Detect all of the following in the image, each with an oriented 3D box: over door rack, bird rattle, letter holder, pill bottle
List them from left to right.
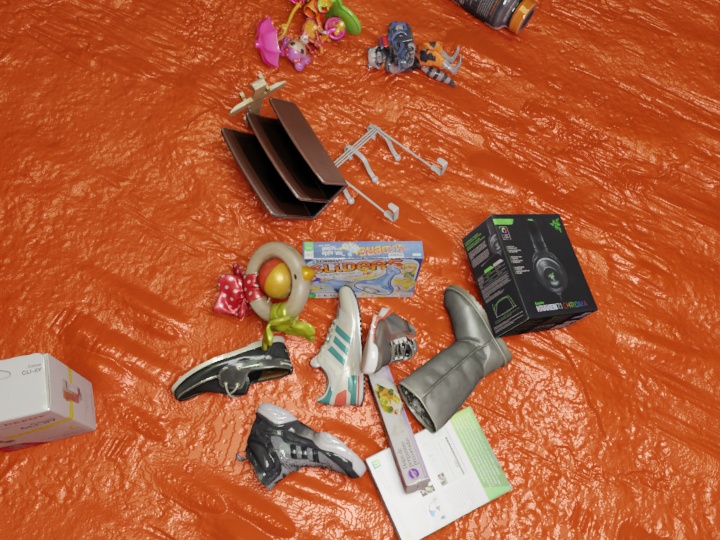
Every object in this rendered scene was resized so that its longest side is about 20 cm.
[{"bbox_3d":[-0.143,0.032,1.034,0.200,0.112,0.165,41,112,37],"label":"bird rattle"},{"bbox_3d":[-0.139,-0.201,1.128,0.100,0.141,0.202,-41,72,27],"label":"letter holder"},{"bbox_3d":[0.042,-0.177,1.182,0.199,0.067,0.148,34,68,31],"label":"over door rack"},{"bbox_3d":[0.276,-0.588,1.353,0.199,0.107,0.106,39,70,11],"label":"pill bottle"}]

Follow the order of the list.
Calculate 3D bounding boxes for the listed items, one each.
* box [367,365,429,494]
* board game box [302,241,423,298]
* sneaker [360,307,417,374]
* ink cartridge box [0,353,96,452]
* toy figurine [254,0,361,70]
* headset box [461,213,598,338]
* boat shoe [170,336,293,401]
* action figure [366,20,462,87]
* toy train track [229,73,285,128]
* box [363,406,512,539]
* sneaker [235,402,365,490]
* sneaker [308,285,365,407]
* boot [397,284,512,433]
[{"bbox_3d":[0.057,0.248,1.009,0.038,0.042,0.202,-15,55,-8],"label":"box"},{"bbox_3d":[0.000,0.000,1.079,0.196,0.136,0.035,-1,60,-5],"label":"board game box"},{"bbox_3d":[0.053,0.113,1.014,0.081,0.200,0.078,18,109,7],"label":"sneaker"},{"bbox_3d":[-0.490,0.197,0.924,0.143,0.201,0.085,-12,69,-9],"label":"ink cartridge box"},{"bbox_3d":[-0.125,-0.482,1.286,0.199,0.150,0.185,37,82,-16],"label":"toy figurine"},{"bbox_3d":[0.289,-0.001,1.099,0.172,0.093,0.203,-2,66,-31],"label":"headset box"},{"bbox_3d":[-0.206,0.171,1.028,0.197,0.072,0.068,-19,67,-14],"label":"boat shoe"},{"bbox_3d":[0.105,-0.416,1.275,0.190,0.106,0.202,6,43,3],"label":"action figure"},{"bbox_3d":[-0.197,-0.307,1.150,0.114,0.200,0.033,-34,92,-15],"label":"toy train track"},{"bbox_3d":[0.123,0.327,1.016,0.197,0.036,0.146,-23,72,-12],"label":"box"},{"bbox_3d":[-0.096,0.299,0.989,0.198,0.076,0.115,26,69,12],"label":"sneaker"},{"bbox_3d":[-0.042,0.126,1.053,0.092,0.070,0.204,-4,80,-2],"label":"sneaker"},{"bbox_3d":[0.139,0.142,1.064,0.198,0.073,0.183,-32,74,-19],"label":"boot"}]
